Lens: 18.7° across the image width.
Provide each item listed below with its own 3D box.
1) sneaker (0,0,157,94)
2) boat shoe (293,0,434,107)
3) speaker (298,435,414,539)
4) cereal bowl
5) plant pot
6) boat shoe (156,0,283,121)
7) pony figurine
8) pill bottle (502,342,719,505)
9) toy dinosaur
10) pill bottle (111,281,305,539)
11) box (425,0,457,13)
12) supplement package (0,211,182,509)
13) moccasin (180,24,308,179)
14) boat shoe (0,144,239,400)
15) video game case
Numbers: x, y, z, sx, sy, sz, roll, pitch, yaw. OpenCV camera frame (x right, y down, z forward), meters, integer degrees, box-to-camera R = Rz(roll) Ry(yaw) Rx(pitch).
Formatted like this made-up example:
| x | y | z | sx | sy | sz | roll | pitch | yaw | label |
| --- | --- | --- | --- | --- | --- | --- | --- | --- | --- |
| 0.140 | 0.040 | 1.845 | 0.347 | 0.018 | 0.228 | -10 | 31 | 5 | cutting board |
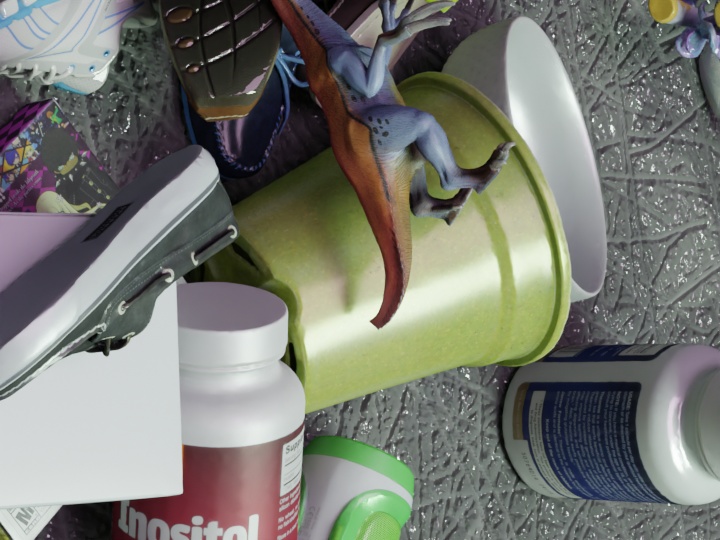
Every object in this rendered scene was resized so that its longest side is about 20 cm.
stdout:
| x | y | z | sx | sy | sz | roll | pitch | yaw | label |
| --- | --- | --- | --- | --- | --- | --- | --- | --- | --- |
| -0.187 | -0.135 | 1.281 | 0.200 | 0.075 | 0.087 | -37 | 118 | -37 | sneaker |
| 0.012 | -0.184 | 1.473 | 0.200 | 0.059 | 0.072 | -48 | 158 | -30 | boat shoe |
| -0.031 | 0.211 | 1.394 | 0.088 | 0.088 | 0.201 | 35 | 65 | -35 | speaker |
| 0.100 | -0.070 | 1.508 | 0.200 | 0.083 | 0.202 | -13 | 90 | -70 | cereal bowl |
| 0.000 | 0.000 | 1.381 | 0.183 | 0.200 | 0.202 | -24 | 104 | -28 | plant pot |
| -0.091 | -0.177 | 1.332 | 0.075 | 0.074 | 0.201 | -3 | 63 | -10 | boat shoe |
| 0.296 | -0.202 | 1.677 | 0.199 | 0.166 | 0.194 | -3 | 64 | -56 | pony figurine |
| 0.205 | 0.107 | 1.537 | 0.110 | 0.199 | 0.112 | 3 | 86 | -42 | pill bottle |
| 0.001 | -0.104 | 1.263 | 0.181 | 0.105 | 0.201 | 35 | 73 | -5 | toy dinosaur |
| -0.090 | 0.115 | 1.291 | 0.112 | 0.113 | 0.202 | -14 | 115 | -42 | pill bottle |
| -0.012 | -0.257 | 1.382 | 0.199 | 0.048 | 0.123 | 29 | 35 | -39 | box |
| -0.207 | 0.049 | 1.176 | 0.199 | 0.110 | 0.157 | 1 | 86 | -40 | supplement package |
| -0.068 | -0.160 | 1.390 | 0.080 | 0.068 | 0.202 | 8 | 82 | -42 | moccasin |
| -0.129 | 0.010 | 1.131 | 0.200 | 0.068 | 0.057 | -46 | 114 | -37 | boat shoe |
| -0.197 | 0.032 | 1.283 | 0.200 | 0.036 | 0.182 | -52 | 120 | -31 | video game case |
